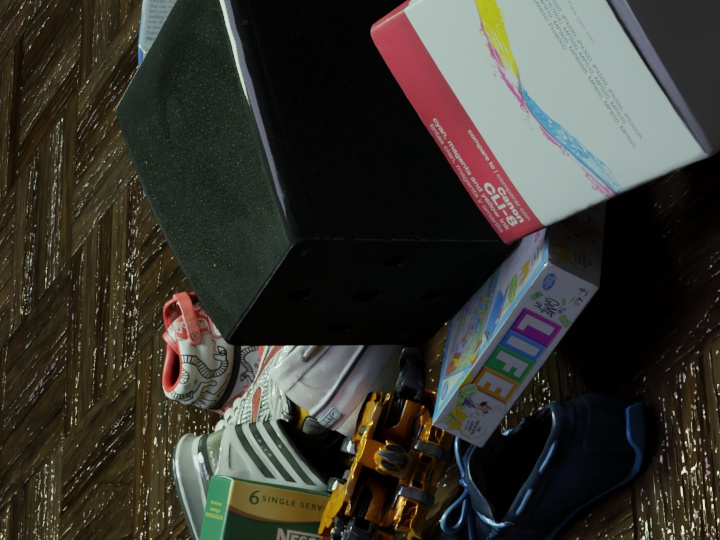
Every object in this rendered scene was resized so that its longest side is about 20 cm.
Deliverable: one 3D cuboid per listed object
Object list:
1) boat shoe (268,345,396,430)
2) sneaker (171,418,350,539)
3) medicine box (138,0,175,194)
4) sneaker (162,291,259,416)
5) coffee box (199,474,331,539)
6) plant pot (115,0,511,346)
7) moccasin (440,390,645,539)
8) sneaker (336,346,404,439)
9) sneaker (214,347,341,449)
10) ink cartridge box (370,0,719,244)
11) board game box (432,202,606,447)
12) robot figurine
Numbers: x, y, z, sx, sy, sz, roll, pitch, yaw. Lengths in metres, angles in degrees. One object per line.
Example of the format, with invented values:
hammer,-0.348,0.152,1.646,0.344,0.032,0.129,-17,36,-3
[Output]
boat shoe,-0.002,0.002,1.582,0.202,0.086,0.075,-58,7,-26
sneaker,-0.050,0.198,1.701,0.076,0.115,0.201,-33,-74,-72
medicine box,-0.111,-0.183,1.887,0.182,0.103,0.200,95,178,-54
sneaker,-0.080,0.018,1.817,0.067,0.108,0.202,-122,49,-59
coffee box,-0.056,0.243,1.634,0.044,0.123,0.201,178,105,-68
plant pot,-0.011,-0.063,1.438,0.200,0.199,0.178,127,137,-53
moccasin,0.090,0.113,1.423,0.200,0.068,0.081,131,144,-49
sneaker,0.004,0.014,1.661,0.089,0.075,0.200,126,149,-54
sneaker,-0.053,0.108,1.751,0.082,0.078,0.200,40,117,62
ink cartridge box,0.134,-0.126,1.268,0.145,0.145,0.200,58,151,-4
board game box,0.097,-0.009,1.427,0.135,0.034,0.200,-58,12,35
robot figurine,0.017,0.124,1.517,0.200,0.058,0.145,128,161,-80
